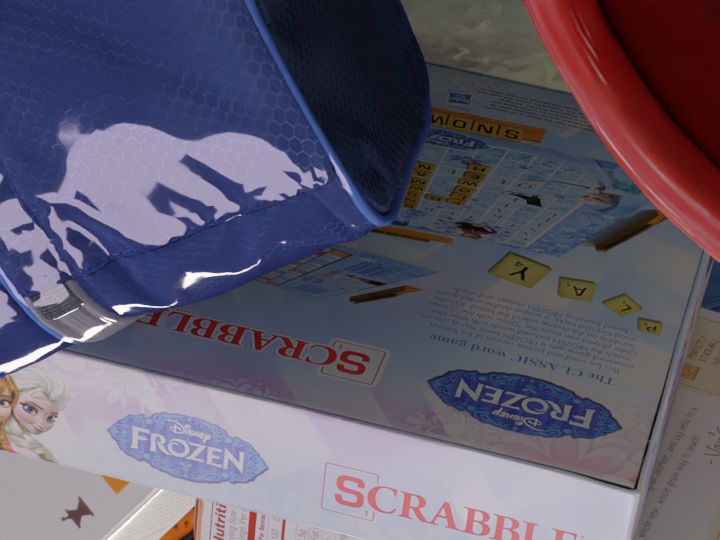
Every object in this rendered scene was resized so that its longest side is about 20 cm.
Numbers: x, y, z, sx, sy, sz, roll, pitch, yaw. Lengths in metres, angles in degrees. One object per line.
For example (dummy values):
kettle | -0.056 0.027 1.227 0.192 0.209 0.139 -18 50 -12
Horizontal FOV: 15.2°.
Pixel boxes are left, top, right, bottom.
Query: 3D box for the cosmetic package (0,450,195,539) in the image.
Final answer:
cosmetic package | -0.118 0.065 0.965 0.200 0.101 0.071 -44 168 22

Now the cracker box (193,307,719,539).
cracker box | 0.067 0.060 0.806 0.200 0.134 0.058 18 124 17

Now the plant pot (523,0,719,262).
plant pot | 0.148 -0.103 0.524 0.182 0.201 0.200 -19 165 -36

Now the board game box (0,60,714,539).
board game box | 0.000 0.000 0.795 0.200 0.200 0.041 13 124 10

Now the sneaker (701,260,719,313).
sneaker | 0.102 0.016 0.884 0.200 0.105 0.076 -19 125 3

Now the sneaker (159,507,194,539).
sneaker | -0.133 0.070 1.046 0.200 0.112 0.078 6 154 0

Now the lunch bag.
lunch bag | -0.084 -0.082 0.674 0.132 0.136 0.200 -23 104 16
